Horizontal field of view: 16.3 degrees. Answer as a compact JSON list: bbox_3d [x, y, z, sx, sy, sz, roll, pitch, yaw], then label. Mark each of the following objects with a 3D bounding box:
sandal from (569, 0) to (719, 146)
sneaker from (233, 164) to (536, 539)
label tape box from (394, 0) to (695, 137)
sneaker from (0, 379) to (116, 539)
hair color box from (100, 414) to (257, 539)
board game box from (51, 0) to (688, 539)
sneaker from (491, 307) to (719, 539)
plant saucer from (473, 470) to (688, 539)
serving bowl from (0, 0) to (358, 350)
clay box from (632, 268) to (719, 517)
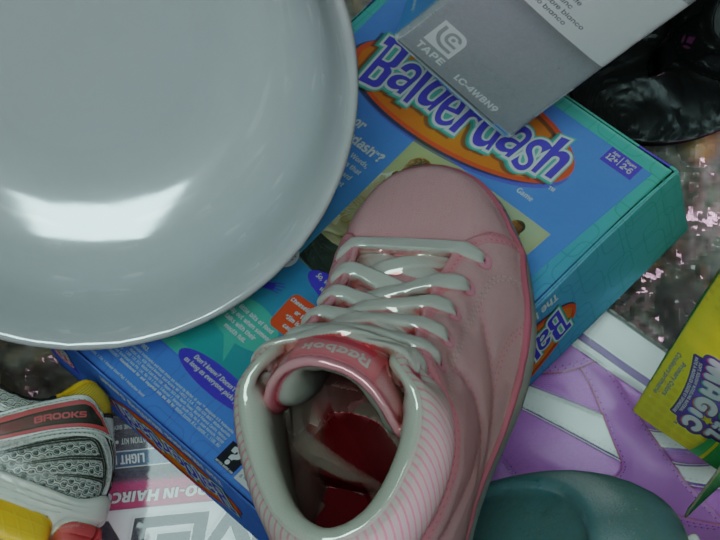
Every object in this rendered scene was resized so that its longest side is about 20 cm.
[{"bbox_3d":[0.173,-0.110,0.987,0.200,0.048,0.075,-22,82,2],"label":"sandal"},{"bbox_3d":[0.010,0.028,0.835,0.075,0.105,0.201,2,56,16],"label":"sneaker"},{"bbox_3d":[0.112,-0.155,0.902,0.066,0.143,0.200,41,130,-19],"label":"label tape box"},{"bbox_3d":[-0.185,0.051,0.922,0.200,0.078,0.082,19,70,-10],"label":"sneaker"},{"bbox_3d":[-0.063,0.154,0.974,0.100,0.061,0.201,-6,83,5],"label":"hair color box"},{"bbox_3d":[0.000,0.000,0.946,0.200,0.045,0.152,-43,58,-14],"label":"board game box"},{"bbox_3d":[0.111,0.093,0.962,0.200,0.073,0.114,34,89,19],"label":"sneaker"},{"bbox_3d":[0.022,0.136,0.851,0.200,0.200,0.027,-40,110,0],"label":"plant saucer"},{"bbox_3d":[-0.102,-0.075,0.899,0.200,0.066,0.201,-1,111,-2],"label":"serving bowl"},{"bbox_3d":[0.166,-0.012,0.900,0.048,0.115,0.200,36,56,9],"label":"clay box"}]
